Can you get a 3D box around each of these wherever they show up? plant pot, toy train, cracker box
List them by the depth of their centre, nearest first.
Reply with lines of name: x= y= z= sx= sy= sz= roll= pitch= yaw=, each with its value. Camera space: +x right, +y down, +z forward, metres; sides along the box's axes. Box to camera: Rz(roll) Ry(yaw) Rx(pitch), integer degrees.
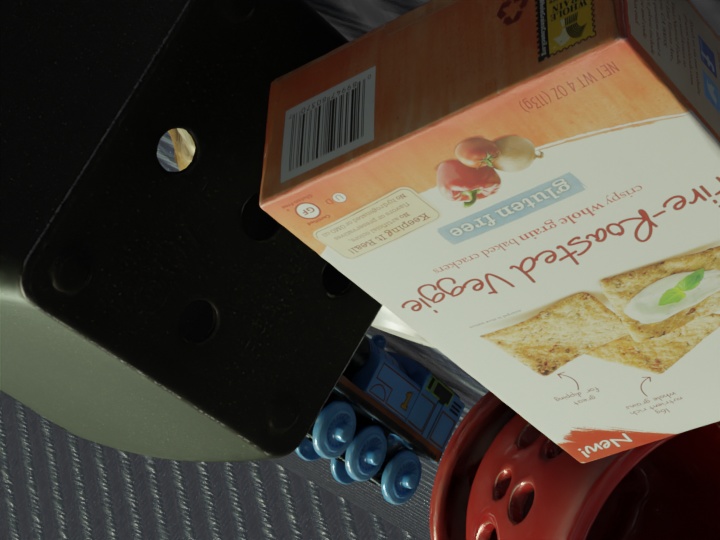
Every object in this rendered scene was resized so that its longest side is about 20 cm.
cracker box: x=0.080 y=-0.014 z=0.544 sx=0.133 sy=0.058 sz=0.200 roll=-23 pitch=138 yaw=31
plant pot: x=-0.085 y=-0.036 z=0.613 sx=0.199 sy=0.201 sz=0.177 roll=38 pitch=170 yaw=-37
plant pot: x=0.151 y=0.148 z=0.903 sx=0.200 sy=0.201 sz=0.182 roll=34 pitch=176 yaw=-23
toy train: x=0.000 y=0.109 z=1.298 sx=0.086 sy=0.115 sz=0.200 roll=15 pitch=163 yaw=40

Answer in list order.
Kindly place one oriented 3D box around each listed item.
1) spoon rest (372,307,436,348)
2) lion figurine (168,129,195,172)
spoon rest: x=0.000 y=0.000 z=1.004 sx=0.199 sy=0.061 sz=0.099 roll=20 pitch=175 yaw=-26
lion figurine: x=-0.048 y=-0.046 z=0.838 sx=0.123 sy=0.072 sz=0.200 roll=62 pitch=179 yaw=7
